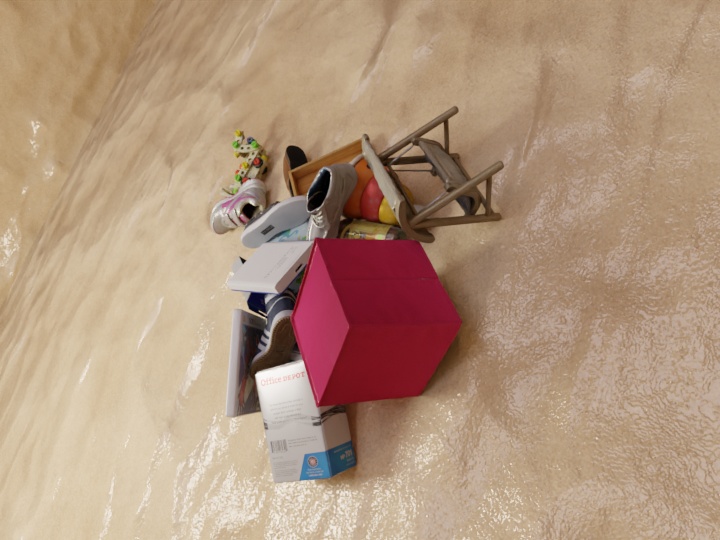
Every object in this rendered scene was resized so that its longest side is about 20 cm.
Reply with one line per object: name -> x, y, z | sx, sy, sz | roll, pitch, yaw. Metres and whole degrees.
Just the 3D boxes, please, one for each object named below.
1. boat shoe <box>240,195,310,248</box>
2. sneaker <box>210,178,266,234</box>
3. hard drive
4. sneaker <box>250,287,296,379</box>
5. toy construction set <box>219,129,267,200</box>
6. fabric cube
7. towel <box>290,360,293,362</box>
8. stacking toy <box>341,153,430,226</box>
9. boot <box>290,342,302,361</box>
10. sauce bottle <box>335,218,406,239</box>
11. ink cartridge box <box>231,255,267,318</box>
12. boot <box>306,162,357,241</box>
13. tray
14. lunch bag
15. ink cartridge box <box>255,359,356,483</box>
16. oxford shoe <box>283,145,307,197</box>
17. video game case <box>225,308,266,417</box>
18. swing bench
boat shoe -> -0.189, -0.121, 1.273 | 0.198, 0.070, 0.067 | -32, 42, 27
sneaker -> -0.328, -0.155, 1.517 | 0.199, 0.081, 0.089 | -38, 46, 22
hard drive -> -0.180, -0.008, 1.157 | 0.198, 0.026, 0.132 | 1, 45, 51
sneaker -> -0.172, 0.123, 1.129 | 0.202, 0.069, 0.110 | -60, 31, 35
toy construction set -> -0.327, -0.280, 1.573 | 0.129, 0.092, 0.204 | 22, 91, 21
fabric cube -> 0.014, 0.082, 0.948 | 0.202, 0.195, 0.198 | -114, 33, -41
towel -> -0.147, 0.126, 1.250 | 0.201, 0.022, 0.147 | -50, 46, 8
stacking toy -> 0.061, -0.139, 1.149 | 0.198, 0.146, 0.148 | 31, 89, 27
boot -> -0.086, 0.139, 1.130 | 0.197, 0.072, 0.093 | 4, 86, 35
sauce bottle -> -0.005, -0.071, 1.158 | 0.196, 0.065, 0.066 | 11, 75, 30
ink cartridge box -> -0.228, 0.044, 1.288 | 0.039, 0.099, 0.200 | -50, 36, 9
boot -> -0.079, -0.117, 1.103 | 0.073, 0.095, 0.203 | 34, 116, 24
tray -> -0.062, -0.223, 1.297 | 0.196, 0.037, 0.100 | -23, 52, 5
lunch bag -> -0.145, -0.042, 1.275 | 0.160, 0.082, 0.202 | -37, 41, 15
ink cartridge box -> -0.103, 0.272, 1.040 | 0.144, 0.085, 0.205 | -18, 78, 34
oxford shoe -> -0.157, -0.217, 1.419 | 0.072, 0.070, 0.203 | 123, 144, -45
video game case -> -0.231, 0.191, 1.164 | 0.022, 0.182, 0.205 | 1, 80, 6
swing bench -> 0.124, -0.167, 1.021 | 0.196, 0.131, 0.201 | -19, 49, -5
